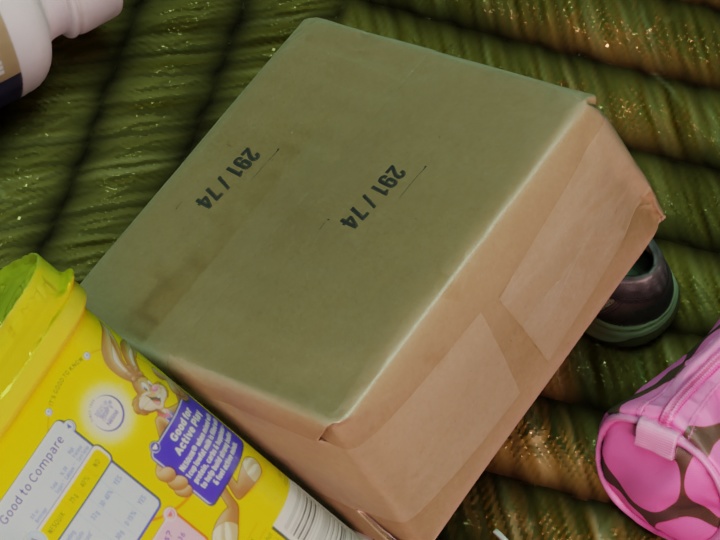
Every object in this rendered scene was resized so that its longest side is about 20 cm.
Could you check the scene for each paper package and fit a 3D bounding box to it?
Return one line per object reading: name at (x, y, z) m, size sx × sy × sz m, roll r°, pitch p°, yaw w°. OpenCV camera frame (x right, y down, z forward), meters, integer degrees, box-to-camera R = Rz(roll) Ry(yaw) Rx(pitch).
paper package at (0.000, 0.000, 1.197) m, size 0.190 × 0.104 × 0.200 m, roll 20°, pitch 64°, yaw 39°

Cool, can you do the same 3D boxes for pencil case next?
pencil case at (0.197, 0.038, 1.241) m, size 0.091 × 0.094 × 0.200 m, roll 37°, pitch 66°, yaw 20°

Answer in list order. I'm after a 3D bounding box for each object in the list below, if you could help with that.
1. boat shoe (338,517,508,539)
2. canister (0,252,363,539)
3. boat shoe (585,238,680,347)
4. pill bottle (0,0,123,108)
boat shoe at (0.060, 0.169, 1.171) m, size 0.062 × 0.075 × 0.200 m, roll -35°, pitch 61°, yaw -19°
canister at (-0.108, 0.113, 1.115) m, size 0.200 × 0.087 × 0.149 m, roll 41°, pitch 63°, yaw -17°
boat shoe at (0.075, -0.042, 1.304) m, size 0.201 × 0.066 × 0.072 m, roll 37°, pitch 66°, yaw 20°
pill bottle at (-0.225, -0.121, 1.326) m, size 0.200 × 0.111 × 0.111 m, roll -30°, pitch 63°, yaw -16°
